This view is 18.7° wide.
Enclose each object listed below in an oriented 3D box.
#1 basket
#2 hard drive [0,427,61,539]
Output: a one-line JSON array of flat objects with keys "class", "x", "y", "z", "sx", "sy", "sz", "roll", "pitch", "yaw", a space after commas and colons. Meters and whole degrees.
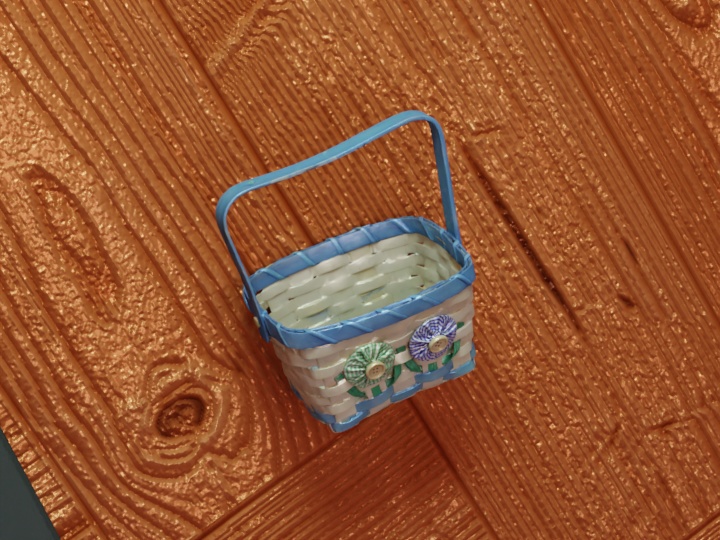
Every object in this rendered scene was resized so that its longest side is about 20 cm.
[{"class": "basket", "x": 0.000, "y": 0.000, "z": 1.583, "sx": 0.176, "sy": 0.139, "sz": 0.200, "roll": -25, "pitch": 114, "yaw": -14}, {"class": "hard drive", "x": -0.278, "y": 0.215, "z": 1.551, "sx": 0.140, "sy": 0.033, "sz": 0.200, "roll": -34, "pitch": 108, "yaw": -30}]
